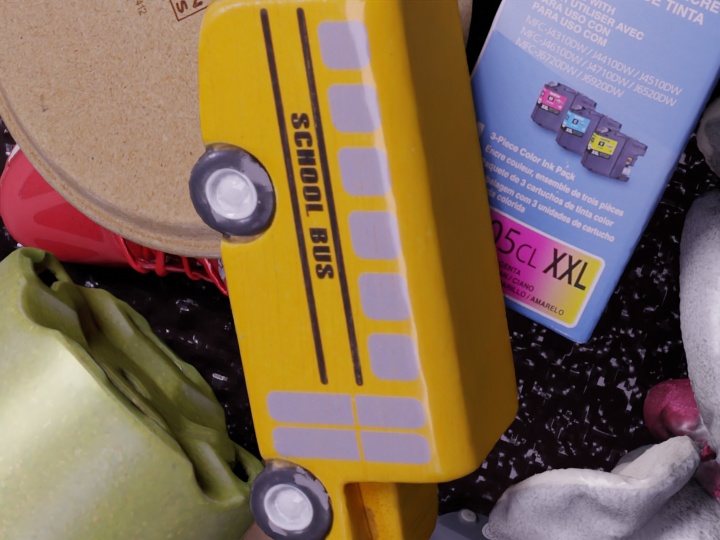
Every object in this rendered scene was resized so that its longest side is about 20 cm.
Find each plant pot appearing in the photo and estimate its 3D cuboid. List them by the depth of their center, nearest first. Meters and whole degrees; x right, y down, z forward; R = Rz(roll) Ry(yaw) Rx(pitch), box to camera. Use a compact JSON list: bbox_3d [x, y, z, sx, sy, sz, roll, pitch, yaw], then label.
[{"bbox_3d":[-0.139,0.100,0.974,0.200,0.200,0.184,44,96,-8],"label":"plant pot"}]

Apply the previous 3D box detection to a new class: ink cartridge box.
[{"bbox_3d":[0.092,-0.098,0.869,0.076,0.137,0.201,23,122,3],"label":"ink cartridge box"}]

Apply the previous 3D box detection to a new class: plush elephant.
[{"bbox_3d":[0.136,0.067,0.902,0.155,0.200,0.165,-39,109,16],"label":"plush elephant"}]

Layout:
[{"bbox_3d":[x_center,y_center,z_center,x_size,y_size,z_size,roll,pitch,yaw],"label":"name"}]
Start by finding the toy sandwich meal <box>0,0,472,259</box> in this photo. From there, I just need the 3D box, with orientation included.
[{"bbox_3d":[-0.041,-0.105,0.913,0.203,0.070,0.207,2,95,19],"label":"toy sandwich meal"}]

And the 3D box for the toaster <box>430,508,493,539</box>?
[{"bbox_3d":[0.080,0.195,1.047,0.199,0.114,0.130,24,126,6],"label":"toaster"}]

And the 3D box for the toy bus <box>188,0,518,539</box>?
[{"bbox_3d":[0.000,0.000,0.838,0.078,0.065,0.202,0,113,24],"label":"toy bus"}]

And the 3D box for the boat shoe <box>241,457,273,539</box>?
[{"bbox_3d":[-0.025,0.110,1.059,0.064,0.071,0.200,34,132,1],"label":"boat shoe"}]

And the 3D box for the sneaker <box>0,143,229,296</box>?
[{"bbox_3d":[-0.059,-0.023,0.970,0.199,0.116,0.079,-11,114,22],"label":"sneaker"}]
